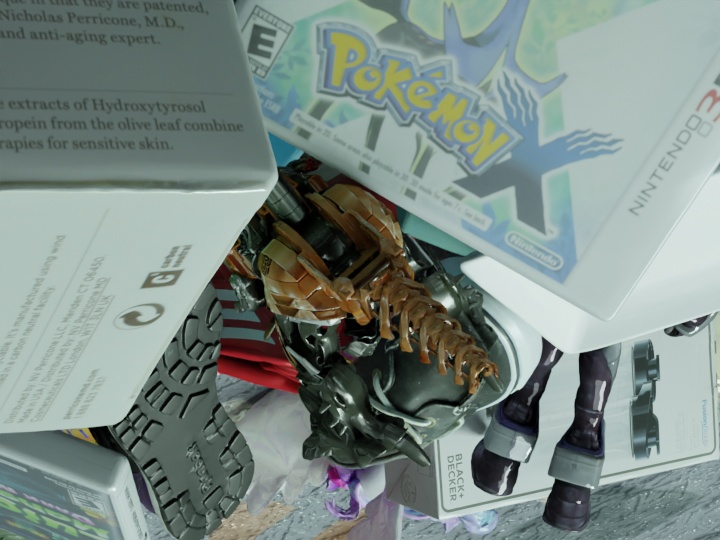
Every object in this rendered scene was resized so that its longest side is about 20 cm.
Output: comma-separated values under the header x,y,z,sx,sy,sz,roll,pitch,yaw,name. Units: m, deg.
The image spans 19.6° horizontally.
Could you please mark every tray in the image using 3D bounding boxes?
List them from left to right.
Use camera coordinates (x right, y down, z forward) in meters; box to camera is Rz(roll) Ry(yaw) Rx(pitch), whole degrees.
x,y,z,sx,sy,sz,roll,pitch,yaw,name
0.151,-0.018,0.901,0.199,0.022,0.107,-20,146,28,tray

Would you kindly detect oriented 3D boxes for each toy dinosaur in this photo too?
x,y,z,sx,sy,sz,roll,pitch,yaw,name
-0.011,0.010,0.856,0.102,0.201,0.136,-29,125,6,toy dinosaur

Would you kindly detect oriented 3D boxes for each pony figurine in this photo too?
x,y,z,sx,sy,sz,roll,pitch,yaw,name
0.017,0.114,1.266,0.199,0.167,0.194,8,123,-44,pony figurine

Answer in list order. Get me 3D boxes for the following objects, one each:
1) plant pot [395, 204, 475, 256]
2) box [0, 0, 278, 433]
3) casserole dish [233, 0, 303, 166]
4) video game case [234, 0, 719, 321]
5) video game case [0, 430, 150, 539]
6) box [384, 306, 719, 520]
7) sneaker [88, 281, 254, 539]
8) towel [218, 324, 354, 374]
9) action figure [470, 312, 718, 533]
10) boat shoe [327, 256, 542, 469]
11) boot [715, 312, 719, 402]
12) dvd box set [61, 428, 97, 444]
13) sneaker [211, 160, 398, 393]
x,y,z,sx,sy,sz,roll,pitch,yaw,name
0.115,-0.079,0.946,0.198,0.142,0.142,-2,151,-12,plant pot
-0.167,-0.052,0.808,0.198,0.173,0.199,-2,151,-27,box
-0.059,-0.079,0.930,0.121,0.039,0.200,-21,159,-37,casserole dish
0.063,-0.100,0.816,0.199,0.022,0.183,29,111,-9,video game case
-0.204,0.095,1.056,0.198,0.024,0.182,19,160,6,video game case
0.110,0.065,1.195,0.198,0.118,0.060,-10,-170,-28,box
-0.116,0.049,1.017,0.076,0.087,0.201,-39,145,-26,sneaker
-0.102,0.033,1.166,0.198,0.023,0.145,-13,153,-4,towel
0.111,0.028,1.063,0.129,0.069,0.201,22,115,11,action figure
0.030,0.059,1.032,0.071,0.072,0.200,-46,176,-26,boat shoe
0.285,0.024,1.293,0.198,0.073,0.155,-2,150,-14,boot
-0.223,0.044,1.073,0.145,0.030,0.200,-1,155,13,dvd box set
0.000,0.000,1.051,0.198,0.116,0.078,-19,153,10,sneaker
